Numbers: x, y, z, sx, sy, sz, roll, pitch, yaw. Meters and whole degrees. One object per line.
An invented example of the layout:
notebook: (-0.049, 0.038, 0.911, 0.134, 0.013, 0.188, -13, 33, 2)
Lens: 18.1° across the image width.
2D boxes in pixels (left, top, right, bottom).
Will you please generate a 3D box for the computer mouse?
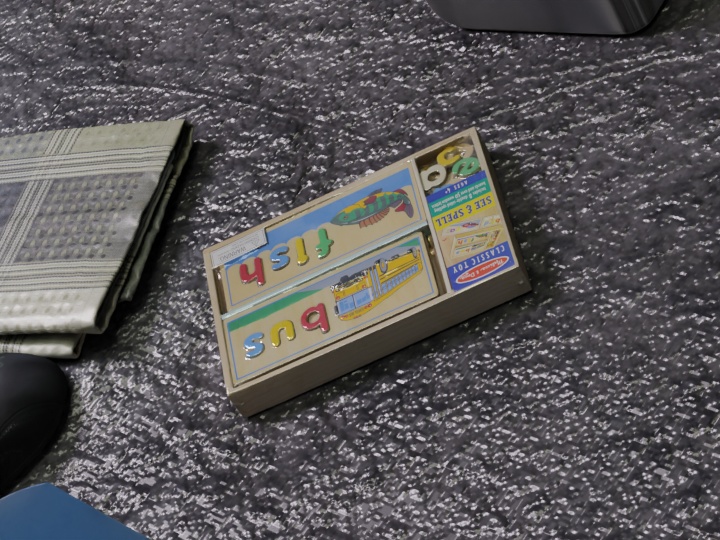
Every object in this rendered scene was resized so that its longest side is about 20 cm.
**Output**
computer mouse: (-0.263, 0.125, 1.437, 0.138, 0.053, 0.201, 16, 62, 40)

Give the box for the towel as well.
towel: (-0.220, -0.021, 1.563, 0.199, 0.035, 0.193, -4, 48, 31)

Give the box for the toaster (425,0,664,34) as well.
toaster: (0.136, -0.261, 1.493, 0.199, 0.119, 0.182, 6, 56, 35)

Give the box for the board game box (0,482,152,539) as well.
board game box: (-0.154, 0.220, 1.244, 0.199, 0.039, 0.159, 29, 73, -2)

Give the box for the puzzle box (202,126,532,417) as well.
puzzle box: (0.000, 0.000, 1.410, 0.199, 0.025, 0.134, -25, 44, 10)
